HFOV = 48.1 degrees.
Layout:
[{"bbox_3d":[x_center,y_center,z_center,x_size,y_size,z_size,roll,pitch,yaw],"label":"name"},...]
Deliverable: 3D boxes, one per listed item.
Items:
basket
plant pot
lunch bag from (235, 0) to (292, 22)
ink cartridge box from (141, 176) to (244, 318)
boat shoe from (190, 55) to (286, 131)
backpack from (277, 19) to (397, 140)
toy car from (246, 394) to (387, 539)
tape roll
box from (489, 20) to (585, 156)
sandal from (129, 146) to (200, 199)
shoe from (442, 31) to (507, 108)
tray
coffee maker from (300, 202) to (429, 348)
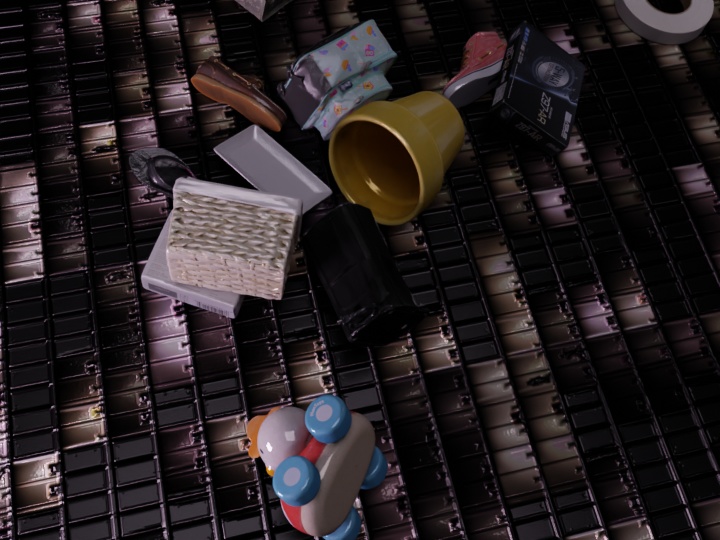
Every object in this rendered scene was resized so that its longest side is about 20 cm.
[{"bbox_3d":[-0.195,-0.044,1.242,0.197,0.136,0.125,9,65,-4],"label":"basket"},{"bbox_3d":[0.077,-0.207,1.374,0.200,0.202,0.188,40,51,14],"label":"plant pot"},{"bbox_3d":[-0.178,-0.610,1.577,0.163,0.118,0.200,39,61,14],"label":"lunch bag"},{"bbox_3d":[-0.248,-0.039,1.332,0.160,0.057,0.202,18,59,0],"label":"ink cartridge box"},{"bbox_3d":[-0.211,-0.325,1.459,0.198,0.071,0.071,32,70,10],"label":"boat shoe"},{"bbox_3d":[-0.027,-0.340,1.429,0.154,0.176,0.200,47,69,-2],"label":"backpack"},{"bbox_3d":[-0.092,0.269,1.159,0.198,0.185,0.178,12,60,33],"label":"toy car"},{"bbox_3d":[0.627,-0.558,1.669,0.199,0.037,0.206,2,65,-4],"label":"tape roll"},{"bbox_3d":[0.330,-0.338,1.497,0.159,0.043,0.202,30,62,-20],"label":"box"},{"bbox_3d":[-0.312,-0.156,1.382,0.199,0.048,0.076,35,67,10],"label":"sandal"},{"bbox_3d":[0.212,-0.384,1.531,0.199,0.072,0.091,-32,69,-24],"label":"shoe"},{"bbox_3d":[-0.153,-0.169,1.408,0.200,0.022,0.107,41,52,14],"label":"tray"},{"bbox_3d":[0.000,0.000,1.257,0.133,0.192,0.202,-29,67,0],"label":"coffee maker"}]
